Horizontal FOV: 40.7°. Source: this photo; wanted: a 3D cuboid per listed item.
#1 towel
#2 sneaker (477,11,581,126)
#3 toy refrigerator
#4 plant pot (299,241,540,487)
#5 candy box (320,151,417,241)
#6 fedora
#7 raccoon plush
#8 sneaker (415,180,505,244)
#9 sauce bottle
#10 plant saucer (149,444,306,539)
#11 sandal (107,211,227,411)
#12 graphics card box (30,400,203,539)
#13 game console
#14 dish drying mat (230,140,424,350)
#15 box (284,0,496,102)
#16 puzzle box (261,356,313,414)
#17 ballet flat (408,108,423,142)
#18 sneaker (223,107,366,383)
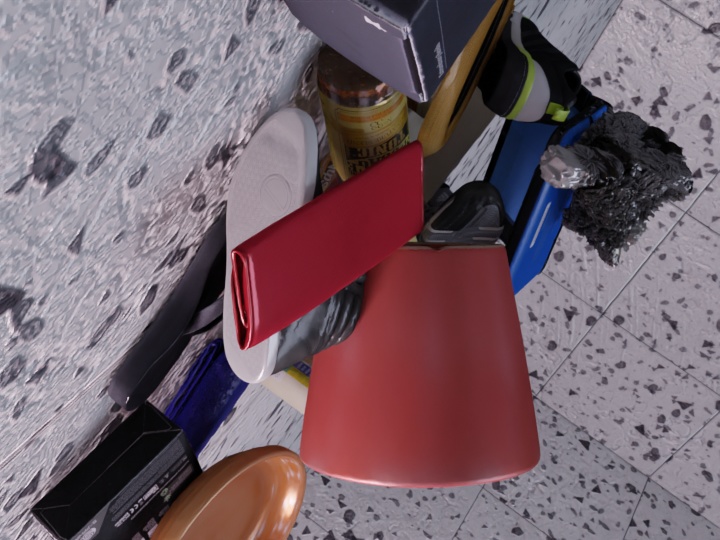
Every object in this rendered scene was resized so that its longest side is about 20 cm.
[{"bbox_3d":[-0.170,0.153,0.951,0.201,0.049,0.148,-55,179,-4],"label":"towel"},{"bbox_3d":[0.155,-0.173,0.877,0.200,0.082,0.072,-77,-171,-58],"label":"sneaker"},{"bbox_3d":[0.081,-0.154,1.010,0.200,0.076,0.070,-52,-169,-25],"label":"toy refrigerator"},{"bbox_3d":[0.049,0.066,0.801,0.200,0.199,0.179,-11,102,-79],"label":"plant pot"},{"bbox_3d":[0.000,0.000,0.898,0.116,0.055,0.201,-51,133,-26],"label":"candy box"},{"bbox_3d":[0.066,-0.192,0.781,0.202,0.081,0.201,-63,174,-13],"label":"fedora"},{"bbox_3d":[0.193,-0.066,0.856,0.199,0.097,0.134,0,138,-33],"label":"raccoon plush"},{"bbox_3d":[0.086,-0.056,0.976,0.200,0.074,0.116,110,-21,-56],"label":"sneaker"},{"bbox_3d":[0.009,-0.095,0.752,0.066,0.066,0.200,-52,155,-21],"label":"sauce bottle"},{"bbox_3d":[-0.126,0.237,0.860,0.200,0.037,0.201,-41,149,-32],"label":"plant saucer"},{"bbox_3d":[-0.115,0.026,0.743,0.201,0.043,0.076,-56,172,2],"label":"sandal"},{"bbox_3d":[-0.186,0.213,0.827,0.125,0.051,0.201,-44,151,-24],"label":"graphics card box"},{"bbox_3d":[0.153,-0.092,0.959,0.170,0.118,0.201,-33,147,-49],"label":"game console"},{"bbox_3d":[-0.016,-0.022,0.661,0.200,0.018,0.077,-36,132,-45],"label":"dish drying mat"},{"bbox_3d":[0.043,-0.209,0.504,0.201,0.104,0.148,-55,172,0],"label":"box"},{"bbox_3d":[-0.038,0.123,0.998,0.025,0.133,0.200,-54,-178,-21],"label":"puzzle box"},{"bbox_3d":[0.068,-0.174,0.896,0.200,0.071,0.071,-53,172,3],"label":"ballet flat"},{"bbox_3d":[-0.040,-0.021,0.705,0.099,0.070,0.201,-14,121,-46],"label":"sneaker"}]
